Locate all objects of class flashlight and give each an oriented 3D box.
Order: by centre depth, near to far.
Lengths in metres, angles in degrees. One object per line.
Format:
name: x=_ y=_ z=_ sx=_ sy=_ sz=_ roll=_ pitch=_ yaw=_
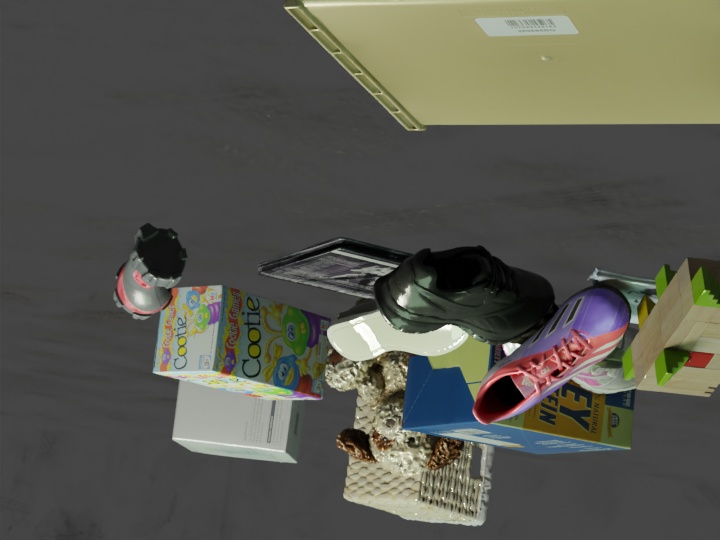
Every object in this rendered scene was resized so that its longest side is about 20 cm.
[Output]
flashlight: x=-0.215 y=0.005 z=1.637 sx=0.067 sy=0.069 sz=0.200 roll=11 pitch=169 yaw=-14

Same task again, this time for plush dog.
plush dog: x=0.060 y=0.180 z=2.059 sx=0.198 sy=0.174 sz=0.160 roll=0 pitch=167 yaw=28

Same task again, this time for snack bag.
snack bag: x=0.321 y=0.033 z=1.578 sx=0.197 sy=0.022 sz=0.189 roll=9 pitch=168 yaw=6

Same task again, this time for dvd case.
dvd case: x=0.000 y=0.000 z=1.615 sx=0.147 sy=0.016 sz=0.199 roll=13 pitch=168 yaw=-25

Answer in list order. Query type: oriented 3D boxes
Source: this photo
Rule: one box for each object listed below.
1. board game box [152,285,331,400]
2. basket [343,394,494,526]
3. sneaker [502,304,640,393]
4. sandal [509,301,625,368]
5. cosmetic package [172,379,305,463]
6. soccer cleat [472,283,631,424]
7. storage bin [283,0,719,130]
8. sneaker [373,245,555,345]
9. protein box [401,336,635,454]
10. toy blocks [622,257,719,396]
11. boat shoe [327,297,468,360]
board game box: x=-0.140 y=0.090 z=1.911 sx=0.102 sy=0.106 sz=0.199 roll=-3 pitch=166 yaw=39
basket: x=0.099 y=0.301 z=2.574 sx=0.160 sy=0.201 sz=0.199 roll=19 pitch=164 yaw=-39
sneaker: x=0.254 y=0.086 z=1.718 sx=0.198 sy=0.083 sz=0.088 roll=12 pitch=169 yaw=-28
sandal: x=0.183 y=0.048 z=1.625 sx=0.199 sy=0.058 sz=0.080 roll=18 pitch=-167 yaw=23
cosmetic package: x=-0.206 y=0.255 z=2.720 sx=0.197 sy=0.125 sz=0.199 roll=7 pitch=169 yaw=5
soccer cleat: x=0.185 y=0.087 z=1.540 sx=0.200 sy=0.068 sz=0.073 roll=-42 pitch=179 yaw=39
storage bin: x=0.086 y=-0.136 z=0.705 sx=0.197 sy=0.095 sz=0.198 roll=3 pitch=167 yaw=22
sneaker: x=0.113 y=0.018 z=1.498 sx=0.198 sy=0.077 sz=0.091 roll=0 pitch=148 yaw=-35
protein box: x=0.184 y=0.131 z=1.841 sx=0.198 sy=0.137 sz=0.198 roll=12 pitch=167 yaw=-25
toy blocks: x=0.340 y=0.057 z=1.462 sx=0.135 sy=0.101 sz=0.201 roll=6 pitch=146 yaw=-10
boat shoe: x=0.049 y=0.053 z=1.737 sx=0.200 sy=0.060 sz=0.073 roll=-10 pitch=120 yaw=45
